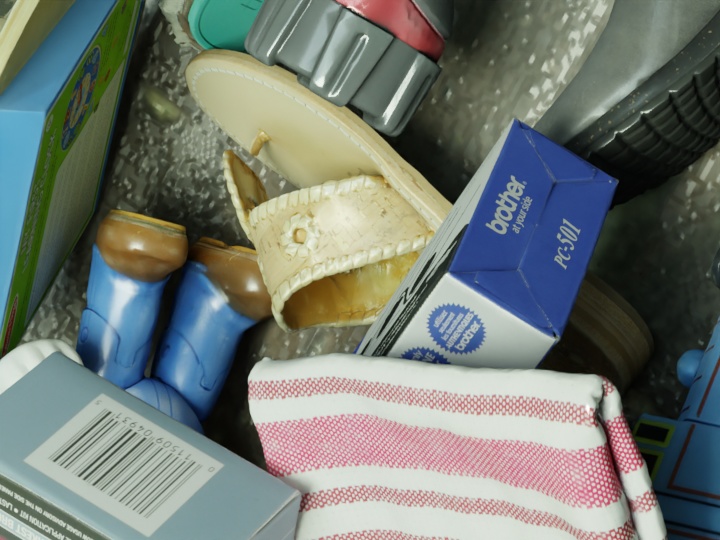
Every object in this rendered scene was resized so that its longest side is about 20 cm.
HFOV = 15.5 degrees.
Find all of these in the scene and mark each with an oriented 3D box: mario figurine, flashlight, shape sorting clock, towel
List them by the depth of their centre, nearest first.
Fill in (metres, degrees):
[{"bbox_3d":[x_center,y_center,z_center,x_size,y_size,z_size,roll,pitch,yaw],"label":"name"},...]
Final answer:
[{"bbox_3d":[0.042,0.120,0.800,0.146,0.030,0.201,-1,112,45],"label":"towel"},{"bbox_3d":[0.036,-0.146,0.898,0.068,0.068,0.200,33,93,26],"label":"flashlight"},{"bbox_3d":[-0.122,-0.044,0.957,0.039,0.200,0.201,20,100,2],"label":"shape sorting clock"},{"bbox_3d":[-0.078,0.085,0.975,0.123,0.106,0.201,16,88,4],"label":"mario figurine"}]

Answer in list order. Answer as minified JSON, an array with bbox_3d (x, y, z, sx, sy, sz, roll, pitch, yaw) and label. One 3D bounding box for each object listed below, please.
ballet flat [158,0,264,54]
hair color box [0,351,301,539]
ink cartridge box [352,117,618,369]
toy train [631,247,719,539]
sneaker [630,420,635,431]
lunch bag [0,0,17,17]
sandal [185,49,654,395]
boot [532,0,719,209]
[{"bbox_3d":[-0.010,-0.165,0.974,0.200,0.072,0.072,-44,71,18],"label":"ballet flat"},{"bbox_3d":[-0.088,0.135,0.872,0.099,0.061,0.201,28,132,20],"label":"hair color box"},{"bbox_3d":[0.011,0.051,0.887,0.044,0.094,0.200,31,128,-3],"label":"ink cartridge box"},{"bbox_3d":[0.147,0.055,0.831,0.114,0.087,0.201,13,61,23],"label":"toy train"},{"bbox_3d":[0.127,0.083,0.907,0.200,0.077,0.082,29,76,24],"label":"sneaker"},{"bbox_3d":[-0.195,-0.181,1.026,0.199,0.139,0.168,24,101,25],"label":"lunch bag"},{"bbox_3d":[-0.001,-0.003,0.947,0.211,0.078,0.070,32,69,20],"label":"sandal"},{"bbox_3d":[0.102,-0.122,0.919,0.200,0.070,0.132,-44,68,9],"label":"boot"}]
